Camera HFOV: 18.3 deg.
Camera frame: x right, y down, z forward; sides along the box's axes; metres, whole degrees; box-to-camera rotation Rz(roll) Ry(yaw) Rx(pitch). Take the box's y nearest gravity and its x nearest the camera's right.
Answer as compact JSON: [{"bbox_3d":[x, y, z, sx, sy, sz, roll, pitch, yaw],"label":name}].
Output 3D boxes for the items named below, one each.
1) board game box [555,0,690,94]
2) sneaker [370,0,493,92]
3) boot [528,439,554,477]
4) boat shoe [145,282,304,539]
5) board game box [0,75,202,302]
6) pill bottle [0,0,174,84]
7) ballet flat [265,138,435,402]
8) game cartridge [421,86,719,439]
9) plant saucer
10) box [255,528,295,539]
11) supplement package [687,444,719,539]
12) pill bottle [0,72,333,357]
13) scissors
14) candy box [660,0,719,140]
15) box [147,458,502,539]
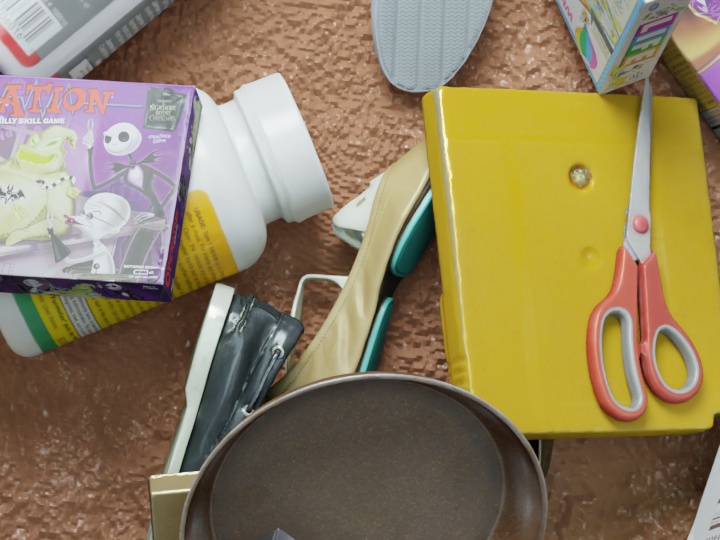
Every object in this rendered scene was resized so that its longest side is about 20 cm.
[{"bbox_3d":[0.120,-0.215,1.257,0.034,0.134,0.200,-21,77,-11],"label":"board game box"},{"bbox_3d":[0.046,-0.206,1.310,0.073,0.071,0.201,7,109,-6],"label":"sneaker"},{"bbox_3d":[0.091,0.036,1.301,0.073,0.075,0.201,-1,87,-1],"label":"boot"},{"bbox_3d":[-0.078,0.110,1.280,0.066,0.075,0.200,14,97,-4],"label":"boat shoe"},{"bbox_3d":[-0.192,-0.047,1.208,0.199,0.032,0.120,3,63,8],"label":"board game box"},{"bbox_3d":[-0.144,-0.196,1.274,0.200,0.114,0.114,-40,91,-4],"label":"pill bottle"},{"bbox_3d":[0.000,0.000,1.303,0.063,0.069,0.200,22,86,12],"label":"ballet flat"},{"bbox_3d":[0.124,-0.004,1.281,0.176,0.032,0.201,1,78,-25],"label":"game cartridge"},{"bbox_3d":[0.001,0.131,1.211,0.200,0.035,0.201,-4,121,-7],"label":"plant saucer"},{"bbox_3d":[-0.058,0.232,1.215,0.158,0.200,0.048,40,42,-24],"label":"box"},{"bbox_3d":[0.249,0.159,1.221,0.114,0.110,0.200,25,72,-10],"label":"supplement package"},{"bbox_3d":[-0.122,-0.037,1.271,0.200,0.113,0.113,-23,90,-3],"label":"pill bottle"},{"bbox_3d":[0.152,-0.015,1.270,0.073,0.014,0.201,-3,81,-24],"label":"scissors"},{"bbox_3d":[0.246,-0.137,1.323,0.117,0.056,0.200,-37,92,-4],"label":"candy box"},{"bbox_3d":[-0.017,0.175,1.269,0.199,0.021,0.164,-5,122,-7],"label":"box"}]
